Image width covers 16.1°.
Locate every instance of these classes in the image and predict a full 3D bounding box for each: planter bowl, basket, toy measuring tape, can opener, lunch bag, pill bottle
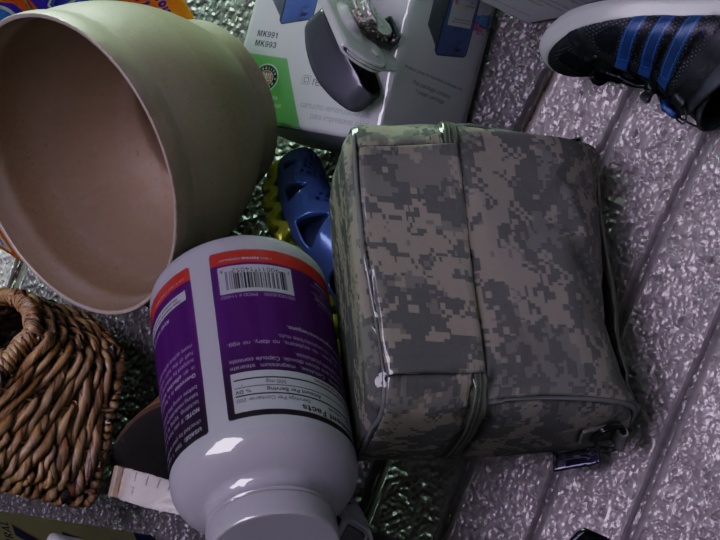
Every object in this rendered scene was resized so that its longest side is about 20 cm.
[{"bbox_3d":[-0.140,-0.088,1.646,0.200,0.135,0.201,23,125,37],"label":"planter bowl"},{"bbox_3d":[-0.274,0.078,1.782,0.200,0.149,0.143,5,82,58],"label":"basket"},{"bbox_3d":[-0.071,0.159,1.664,0.200,0.074,0.074,9,85,35],"label":"toy measuring tape"},{"bbox_3d":[-0.029,-0.195,1.621,0.066,0.053,0.200,-38,56,29],"label":"can opener"},{"bbox_3d":[0.074,0.016,1.528,0.139,0.167,0.200,104,162,-67],"label":"lunch bag"},{"bbox_3d":[-0.063,0.084,1.524,0.112,0.112,0.200,-36,45,29],"label":"pill bottle"}]

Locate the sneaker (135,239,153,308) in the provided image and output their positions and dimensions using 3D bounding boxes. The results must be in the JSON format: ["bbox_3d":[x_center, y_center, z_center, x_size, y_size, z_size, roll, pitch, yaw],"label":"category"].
[{"bbox_3d":[-0.157,-0.032,1.772,0.075,0.085,0.200,-60,39,11],"label":"sneaker"}]

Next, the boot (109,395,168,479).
[{"bbox_3d":[-0.094,0.080,1.728,0.200,0.074,0.076,-40,26,32],"label":"boot"}]

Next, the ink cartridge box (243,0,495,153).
[{"bbox_3d":[0.010,-0.178,1.677,0.145,0.087,0.200,13,86,42],"label":"ink cartridge box"}]

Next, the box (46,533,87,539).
[{"bbox_3d":[-0.119,0.286,1.590,0.131,0.199,0.200,22,93,41],"label":"box"}]

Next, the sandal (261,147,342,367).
[{"bbox_3d":[0.000,0.000,1.654,0.087,0.079,0.200,-31,62,13],"label":"sandal"}]

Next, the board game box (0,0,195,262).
[{"bbox_3d":[-0.258,-0.169,1.772,0.200,0.200,0.200,-44,43,-16],"label":"board game box"}]

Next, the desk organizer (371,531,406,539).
[{"bbox_3d":[0.079,0.213,1.519,0.200,0.077,0.072,8,76,45],"label":"desk organizer"}]

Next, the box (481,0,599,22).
[{"bbox_3d":[0.139,-0.232,1.536,0.200,0.152,0.107,-7,74,39],"label":"box"}]

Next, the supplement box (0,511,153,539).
[{"bbox_3d":[-0.254,0.270,1.710,0.200,0.200,0.134,-38,57,27],"label":"supplement box"}]

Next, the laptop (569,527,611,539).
[{"bbox_3d":[0.135,0.272,1.376,0.200,0.177,0.103,-51,25,18],"label":"laptop"}]

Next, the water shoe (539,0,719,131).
[{"bbox_3d":[0.189,-0.122,1.519,0.200,0.071,0.079,-6,77,40],"label":"water shoe"}]

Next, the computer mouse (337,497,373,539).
[{"bbox_3d":[-0.020,0.169,1.545,0.110,0.044,0.200,-50,43,7],"label":"computer mouse"}]
